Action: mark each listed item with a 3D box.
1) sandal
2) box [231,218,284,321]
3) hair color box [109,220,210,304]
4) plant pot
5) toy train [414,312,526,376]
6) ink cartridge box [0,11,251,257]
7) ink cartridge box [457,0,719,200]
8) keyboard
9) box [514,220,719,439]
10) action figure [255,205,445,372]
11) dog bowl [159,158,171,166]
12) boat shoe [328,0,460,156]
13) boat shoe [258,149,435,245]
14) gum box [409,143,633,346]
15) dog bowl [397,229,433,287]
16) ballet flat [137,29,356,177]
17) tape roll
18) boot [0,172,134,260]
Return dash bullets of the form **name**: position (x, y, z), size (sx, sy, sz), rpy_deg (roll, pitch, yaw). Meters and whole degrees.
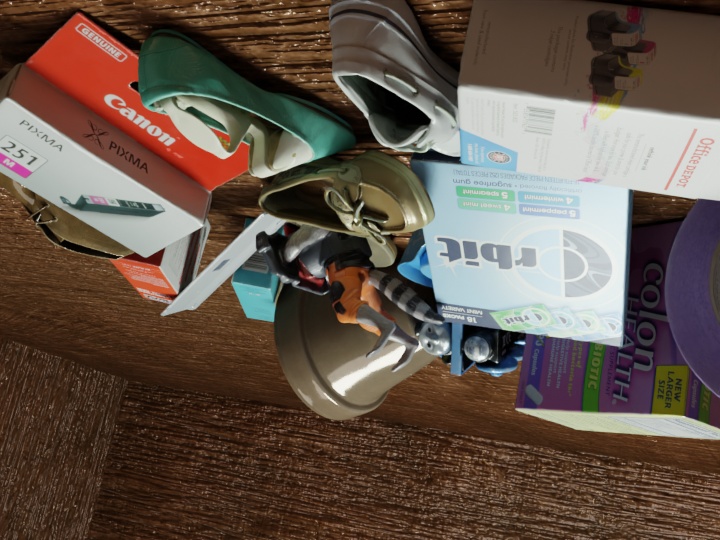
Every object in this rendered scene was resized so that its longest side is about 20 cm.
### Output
- **sandal**: position (-0.038, -0.036, 1.014), size (0.080, 0.055, 0.199), rpy_deg (1, 162, 37)
- **box**: position (-0.122, 0.005, 1.187), size (0.049, 0.083, 0.200), rpy_deg (11, 166, 1)
- **hair color box**: position (-0.223, -0.036, 1.058), size (0.063, 0.112, 0.200), rpy_deg (12, 165, 2)
- **plant pot**: position (0.020, 0.069, 1.159), size (0.174, 0.202, 0.200), rpy_deg (-22, 148, 33)
- **toy train**: position (0.136, 0.059, 1.050), size (0.113, 0.088, 0.200), rpy_deg (4, -166, 25)
- **ink cartridge box**: position (-0.204, -0.100, 0.778), size (0.173, 0.044, 0.199), rpy_deg (-22, 136, 39)
- **ink cartridge box**: position (0.163, -0.102, 0.571), size (0.198, 0.069, 0.115), rpy_deg (10, 166, 10)
- **keyboard**: position (-0.153, -0.008, 1.054), size (0.200, 0.011, 0.056), rpy_deg (-41, 162, 30)
- **box**: position (0.260, 0.060, 0.888), size (0.096, 0.178, 0.199), rpy_deg (21, 164, -33)
- **action figure**: position (0.000, 0.000, 0.909), size (0.104, 0.194, 0.200), rpy_deg (-38, 161, 18)
- **dog bowl**: position (-0.243, -0.118, 0.886), size (0.198, 0.050, 0.111), rpy_deg (8, 165, 20)
- **boat shoe**: position (0.029, -0.114, 0.640), size (0.073, 0.067, 0.200), rpy_deg (3, 163, 32)
- **boat shoe**: position (-0.014, -0.057, 0.794), size (0.199, 0.063, 0.074), rpy_deg (12, 133, 56)
- **gum box**: position (0.139, -0.024, 0.783), size (0.168, 0.045, 0.201), rpy_deg (7, 139, 20)
- **dog bowl**: position (0.120, -0.020, 0.930), size (0.111, 0.050, 0.199), rpy_deg (20, 163, -28)
- **ballet flat**: position (-0.089, -0.113, 0.732), size (0.199, 0.071, 0.067), rpy_deg (22, 159, -37)
- **tape roll**: position (0.317, 0.017, 0.634), size (0.198, 0.202, 0.085), rpy_deg (1, 163, 36)
- **boot**: position (-0.289, -0.069, 0.861), size (0.199, 0.076, 0.073), rpy_deg (22, 165, -29)
